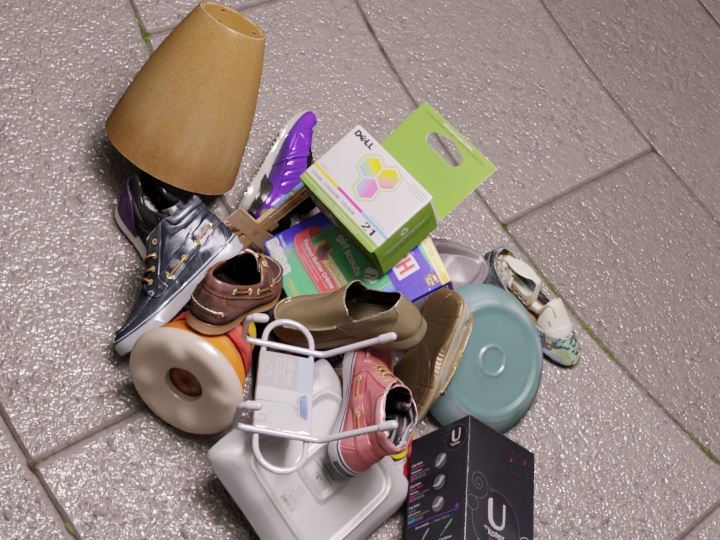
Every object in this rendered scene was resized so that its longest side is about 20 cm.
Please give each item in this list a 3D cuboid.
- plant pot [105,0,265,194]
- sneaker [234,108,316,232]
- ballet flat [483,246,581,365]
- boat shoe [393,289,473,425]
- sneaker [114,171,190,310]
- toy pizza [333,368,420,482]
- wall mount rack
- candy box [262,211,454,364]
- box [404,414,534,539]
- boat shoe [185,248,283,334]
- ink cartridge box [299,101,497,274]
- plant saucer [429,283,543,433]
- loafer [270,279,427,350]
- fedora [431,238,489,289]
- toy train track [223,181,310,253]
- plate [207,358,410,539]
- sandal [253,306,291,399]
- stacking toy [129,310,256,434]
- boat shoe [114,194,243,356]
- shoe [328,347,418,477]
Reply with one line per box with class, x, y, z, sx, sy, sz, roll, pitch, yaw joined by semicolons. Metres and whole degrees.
plant pot;-0.203;-0.232;1.474;0.184;0.202;0.187;26;24;-12
sneaker;-0.091;-0.129;1.586;0.099;0.070;0.202;30;58;-5
ballet flat;0.245;0.047;1.622;0.200;0.074;0.074;46;51;9
boat shoe;0.085;0.126;1.415;0.073;0.066;0.202;26;85;38
sneaker;-0.233;-0.036;1.437;0.200;0.088;0.075;47;51;10
toy pizza;-0.010;0.207;1.412;0.197;0.032;0.203;13;54;-17
wall mount rack;-0.050;0.124;1.264;0.171;0.075;0.202;11;51;-12
candy box;0.000;0.000;1.473;0.198;0.077;0.171;-26;67;-2
box;0.129;0.294;1.350;0.121;0.105;0.202;32;46;-30
boat shoe;-0.135;0.012;1.340;0.070;0.071;0.200;24;21;8
ink cartridge box;0.047;-0.120;1.427;0.200;0.076;0.148;-42;65;-6
plant saucer;0.164;0.118;1.495;0.197;0.036;0.204;2;86;-25
loafer;-0.018;0.047;1.360;0.197;0.068;0.077;0;38;20
fedora;0.107;0.018;1.559;0.197;0.091;0.179;-6;61;-29
toy train track;-0.110;-0.086;1.489;0.199;0.115;0.033;-38;56;6
plate;-0.049;0.233;1.323;0.199;0.032;0.201;-37;96;-33
sandal;-0.103;0.114;1.407;0.044;0.075;0.203;11;51;-21
stacking toy;-0.168;0.081;1.365;0.145;0.147;0.201;34;42;0
boat shoe;-0.239;0.004;1.377;0.091;0.071;0.200;47;74;-9
shoe;0.026;0.141;1.328;0.071;0.090;0.202;42;40;-26
